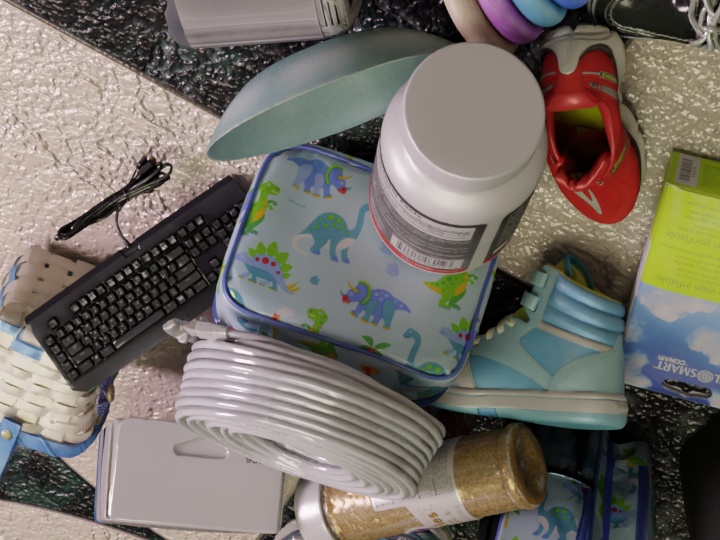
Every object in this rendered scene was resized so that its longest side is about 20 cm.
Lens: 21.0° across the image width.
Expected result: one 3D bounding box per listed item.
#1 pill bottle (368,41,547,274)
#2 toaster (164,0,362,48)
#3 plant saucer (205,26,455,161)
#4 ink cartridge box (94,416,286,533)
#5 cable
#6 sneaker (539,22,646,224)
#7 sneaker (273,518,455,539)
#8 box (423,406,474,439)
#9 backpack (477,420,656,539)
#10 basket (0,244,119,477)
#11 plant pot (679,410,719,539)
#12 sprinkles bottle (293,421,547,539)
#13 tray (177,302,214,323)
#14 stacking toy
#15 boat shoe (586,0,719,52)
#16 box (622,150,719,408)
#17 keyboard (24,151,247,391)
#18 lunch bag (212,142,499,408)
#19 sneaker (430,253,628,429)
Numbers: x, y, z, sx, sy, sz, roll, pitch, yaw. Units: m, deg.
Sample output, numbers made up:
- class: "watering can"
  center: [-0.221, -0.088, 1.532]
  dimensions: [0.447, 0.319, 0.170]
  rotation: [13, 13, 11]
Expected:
- class: "pill bottle"
  center: [0.068, -0.077, 1.340]
  dimensions: [0.115, 0.117, 0.200]
  rotation: [18, 164, 1]
- class: "toaster"
  center: [-0.070, -0.229, 1.307]
  dimensions: [0.128, 0.114, 0.201]
  rotation: [1, 130, 14]
- class: "plant saucer"
  center: [-0.020, -0.130, 1.356]
  dimensions: [0.200, 0.200, 0.039]
  rotation: [-25, 83, 33]
- class: "ink cartridge box"
  center: [-0.145, 0.173, 1.612]
  dimensions: [0.143, 0.085, 0.200]
  rotation: [5, 171, -9]
- class: "cable"
  center: [-0.039, 0.110, 1.436]
  dimensions: [0.198, 0.070, 0.200]
  rotation: [13, 164, 27]
- class: "sneaker"
  center: [0.155, -0.085, 1.366]
  dimensions: [0.076, 0.086, 0.201]
  rotation: [-1, 147, 17]
- class: "sneaker"
  center: [-0.013, 0.265, 1.739]
  dimensions: [0.199, 0.087, 0.078]
  rotation: [-20, 121, 31]
- class: "box"
  center: [-0.006, 0.100, 1.586]
  dimensions: [0.099, 0.096, 0.200]
  rotation: [-22, 121, 33]
- class: "backpack"
  center: [0.165, 0.228, 1.572]
  dimensions: [0.145, 0.201, 0.184]
  rotation: [8, 131, 11]
- class: "basket"
  center: [-0.277, 0.099, 1.618]
  dimensions: [0.138, 0.177, 0.201]
  rotation: [26, 122, -10]
- class: "plant pot"
  center: [0.371, 0.197, 1.497]
  dimensions: [0.198, 0.178, 0.200]
  rotation: [29, 132, -9]
- class: "sprinkles bottle"
  center: [0.045, 0.171, 1.518]
  dimensions: [0.198, 0.069, 0.068]
  rotation: [-17, 124, 29]
- class: "tray"
  center: [-0.100, 0.080, 1.621]
  dimensions: [0.200, 0.022, 0.107]
  rotation: [50, 167, -25]
- class: "stacking toy"
  center: [0.151, -0.218, 1.278]
  dimensions: [0.199, 0.086, 0.086]
  rotation: [-27, 119, 26]
- class: "boat shoe"
  center: [0.243, -0.177, 1.282]
  dimensions: [0.197, 0.068, 0.074]
  rotation: [-1, 130, 19]
- class: "box"
  center: [0.267, 0.013, 1.456]
  dimensions: [0.121, 0.048, 0.201]
  rotation: [15, 133, 6]
- class: "keyboard"
  center: [-0.174, -0.008, 1.516]
  dimensions: [0.199, 0.021, 0.128]
  rotation: [-35, 96, -4]
- class: "lunch bag"
  center: [0.000, 0.000, 1.456]
  dimensions: [0.198, 0.162, 0.083]
  rotation: [19, 157, -2]
- class: "sneaker"
  center: [0.120, 0.050, 1.505]
  dimensions: [0.198, 0.132, 0.079]
  rotation: [5, 175, 28]
